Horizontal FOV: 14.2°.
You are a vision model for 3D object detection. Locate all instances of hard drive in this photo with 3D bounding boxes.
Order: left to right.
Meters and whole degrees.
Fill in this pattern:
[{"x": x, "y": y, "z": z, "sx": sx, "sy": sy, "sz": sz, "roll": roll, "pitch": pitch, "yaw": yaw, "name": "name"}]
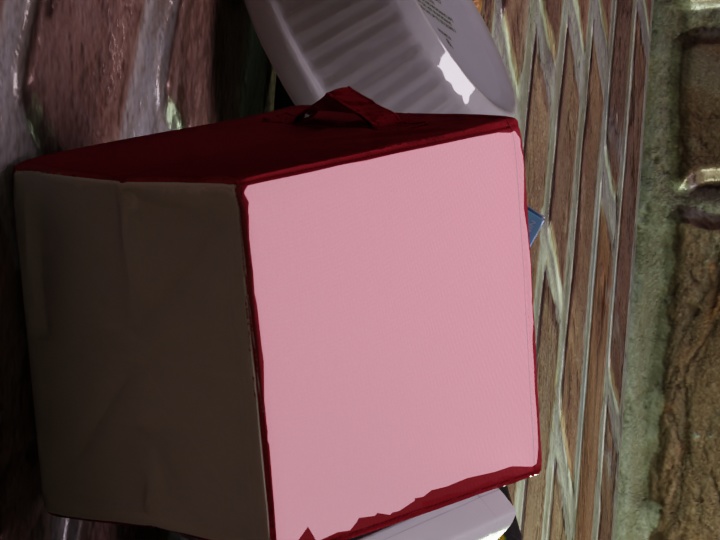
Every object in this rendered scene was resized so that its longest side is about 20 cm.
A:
[{"x": -0.022, "y": 0.167, "z": 1.343, "sx": 0.027, "sy": 0.132, "sz": 0.200, "roll": 51, "pitch": 31, "yaw": 15, "name": "hard drive"}]

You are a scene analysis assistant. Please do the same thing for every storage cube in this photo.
[{"x": -0.039, "y": 0.021, "z": 1.363, "sx": 0.179, "sy": 0.171, "sz": 0.201, "roll": -15, "pitch": 104, "yaw": -42, "name": "storage cube"}]

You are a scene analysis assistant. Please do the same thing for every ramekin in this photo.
[{"x": 0.017, "y": -0.139, "z": 1.790, "sx": 0.203, "sy": 0.094, "sz": 0.203, "roll": 53, "pitch": 17, "yaw": -24, "name": "ramekin"}]

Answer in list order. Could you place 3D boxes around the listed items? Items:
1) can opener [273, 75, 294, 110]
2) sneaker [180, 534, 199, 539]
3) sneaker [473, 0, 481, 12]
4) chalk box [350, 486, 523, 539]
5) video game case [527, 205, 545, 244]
[{"x": -0.035, "y": -0.050, "z": 1.875, "sx": 0.063, "sy": 0.078, "sz": 0.201, "roll": -6, "pitch": 94, "yaw": -39, "name": "can opener"}, {"x": -0.074, "y": 0.053, "z": 1.607, "sx": 0.105, "sy": 0.075, "sz": 0.201, "roll": 36, "pitch": 54, "yaw": -77, "name": "sneaker"}, {"x": 0.006, "y": -0.243, "z": 2.043, "sx": 0.075, "sy": 0.088, "sz": 0.200, "roll": -42, "pitch": 121, "yaw": -27, "name": "sneaker"}, {"x": 0.005, "y": 0.158, "z": 1.557, "sx": 0.124, "sy": 0.124, "sz": 0.200, "roll": -58, "pitch": -159, "yaw": 23, "name": "chalk box"}, {"x": 0.026, "y": 0.048, "z": 1.802, "sx": 0.200, "sy": 0.045, "sz": 0.181, "roll": -60, "pitch": -170, "yaw": -11, "name": "video game case"}]
